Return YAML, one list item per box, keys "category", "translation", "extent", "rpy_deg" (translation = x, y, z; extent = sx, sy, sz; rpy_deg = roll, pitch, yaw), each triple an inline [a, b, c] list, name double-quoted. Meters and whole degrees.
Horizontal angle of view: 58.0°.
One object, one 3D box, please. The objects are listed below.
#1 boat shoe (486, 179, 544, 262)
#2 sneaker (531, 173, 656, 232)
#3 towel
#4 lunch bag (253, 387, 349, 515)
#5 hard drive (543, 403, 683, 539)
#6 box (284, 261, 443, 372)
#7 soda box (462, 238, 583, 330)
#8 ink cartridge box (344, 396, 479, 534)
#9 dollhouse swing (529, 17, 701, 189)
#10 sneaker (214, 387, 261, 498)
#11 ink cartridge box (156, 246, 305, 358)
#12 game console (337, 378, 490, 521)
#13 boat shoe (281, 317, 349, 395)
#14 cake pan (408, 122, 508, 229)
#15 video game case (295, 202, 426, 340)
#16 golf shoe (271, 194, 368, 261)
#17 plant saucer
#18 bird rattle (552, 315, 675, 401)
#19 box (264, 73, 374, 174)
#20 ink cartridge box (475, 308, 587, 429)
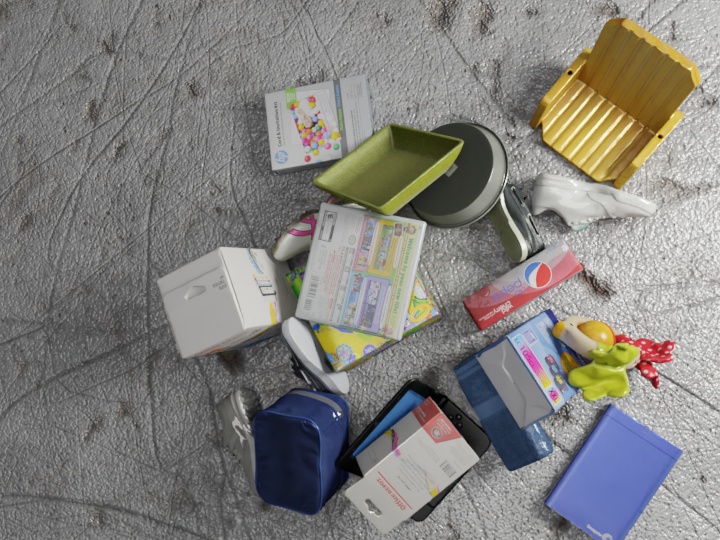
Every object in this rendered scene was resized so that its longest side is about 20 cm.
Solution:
- category: "boat shoe"
  translation: [0.265, -0.111, 1.135]
  extent: [0.066, 0.075, 0.199]
  rpy_deg: [-12, 63, -16]
- category: "sneaker"
  translation: [0.394, -0.105, 1.113]
  extent: [0.200, 0.075, 0.089]
  rpy_deg: [16, 99, 20]
- category: "towel"
  translation: [0.239, 0.228, 1.087]
  extent: [0.049, 0.112, 0.200]
  rpy_deg: [-19, 74, -33]
- category: "lunch bag"
  translation: [-0.093, 0.311, 1.121]
  extent: [0.136, 0.132, 0.200]
  rpy_deg: [8, 105, 24]
- category: "hard drive"
  translation: [0.416, 0.342, 1.075]
  extent: [0.132, 0.025, 0.200]
  rpy_deg: [34, 91, 13]
- category: "box"
  translation: [0.009, 0.046, 1.143]
  extent: [0.200, 0.122, 0.193]
  rpy_deg: [-30, 79, 7]
- category: "soda box"
  translation: [0.276, 0.028, 1.115]
  extent: [0.200, 0.070, 0.063]
  rpy_deg: [-33, 79, 7]
- category: "ink cartridge box"
  translation: [0.076, 0.317, 1.055]
  extent: [0.200, 0.067, 0.117]
  rpy_deg: [-39, 107, -1]
- category: "dollhouse swing"
  translation: [0.411, -0.270, 1.065]
  extent: [0.200, 0.176, 0.182]
  rpy_deg: [41, 93, 12]
- category: "sneaker"
  translation: [-0.210, 0.321, 1.197]
  extent: [0.082, 0.075, 0.200]
  rpy_deg: [-26, 72, 22]
- category: "ink cartridge box"
  translation: [-0.220, 0.054, 1.137]
  extent: [0.147, 0.200, 0.145]
  rpy_deg: [-26, 79, 23]
- category: "game console"
  translation: [0.095, 0.309, 1.101]
  extent: [0.176, 0.116, 0.200]
  rpy_deg: [42, 94, 13]
- category: "boat shoe"
  translation: [-0.093, 0.159, 1.134]
  extent: [0.068, 0.200, 0.072]
  rpy_deg: [-20, 43, 18]
- category: "cake pan"
  translation: [0.159, -0.173, 1.142]
  extent: [0.200, 0.037, 0.200]
  rpy_deg: [-10, 71, 31]
- category: "video game case"
  translation: [0.000, 0.000, 1.078]
  extent: [0.182, 0.022, 0.200]
  rpy_deg: [12, 85, 12]
- category: "golf shoe"
  translation: [-0.067, -0.069, 1.172]
  extent: [0.200, 0.073, 0.092]
  rpy_deg: [-34, 79, -16]
- category: "plant saucer"
  translation: [0.049, -0.167, 1.113]
  extent: [0.200, 0.048, 0.200]
  rpy_deg: [-40, 39, -19]
- category: "bird rattle"
  translation: [0.400, 0.117, 1.035]
  extent: [0.163, 0.200, 0.113]
  rpy_deg: [39, 127, 36]
- category: "box"
  translation: [-0.076, -0.277, 1.238]
  extent: [0.200, 0.041, 0.156]
  rpy_deg: [-8, 82, 12]
- category: "ink cartridge box"
  translation: [0.292, 0.149, 1.057]
  extent: [0.076, 0.200, 0.137]
  rpy_deg: [-39, 77, 37]
